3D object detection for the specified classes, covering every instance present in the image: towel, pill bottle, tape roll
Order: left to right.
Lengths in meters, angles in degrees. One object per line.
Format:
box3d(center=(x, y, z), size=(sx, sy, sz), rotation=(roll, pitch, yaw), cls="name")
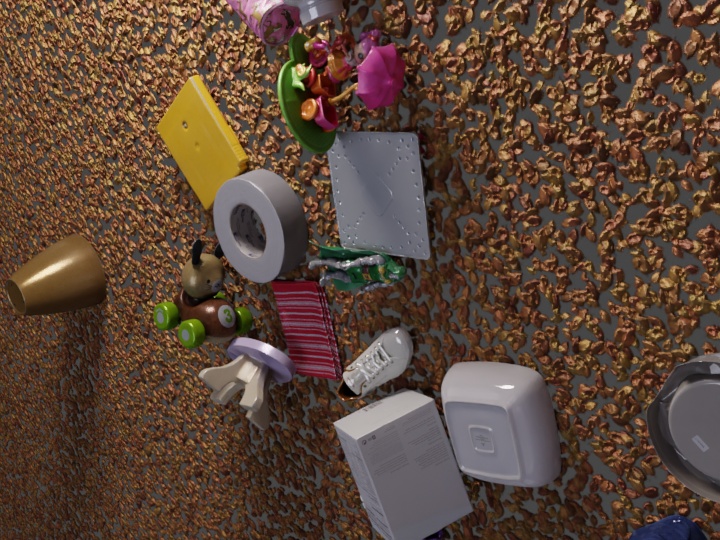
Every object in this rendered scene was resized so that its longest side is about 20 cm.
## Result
box3d(center=(-0.189, -0.083, 1.629), size=(0.198, 0.066, 0.205), rotation=(22, 123, 36), cls="tape roll")
box3d(center=(-0.088, -0.480, 1.312), size=(0.109, 0.110, 0.205), rotation=(-11, 101, 45), cls="pill bottle")
box3d(center=(-0.105, 0.113, 1.670), size=(0.143, 0.022, 0.205), rotation=(3, 111, 44), cls="towel")

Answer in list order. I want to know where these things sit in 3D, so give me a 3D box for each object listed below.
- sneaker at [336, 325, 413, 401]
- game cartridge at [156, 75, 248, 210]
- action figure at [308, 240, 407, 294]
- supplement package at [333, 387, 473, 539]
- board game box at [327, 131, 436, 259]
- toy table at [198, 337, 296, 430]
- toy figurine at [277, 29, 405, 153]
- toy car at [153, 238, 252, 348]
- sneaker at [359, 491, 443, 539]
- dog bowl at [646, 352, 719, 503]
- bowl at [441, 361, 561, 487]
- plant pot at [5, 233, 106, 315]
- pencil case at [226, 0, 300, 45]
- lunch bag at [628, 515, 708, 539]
box3d(center=(0.023, 0.176, 1.532), size=(0.073, 0.084, 0.201), rotation=(50, 134, 15), cls="sneaker")
box3d(center=(-0.308, -0.246, 1.697), size=(0.176, 0.032, 0.202), rotation=(-37, 84, 46), cls="game cartridge")
box3d(center=(0.000, 0.000, 1.481), size=(0.197, 0.055, 0.119), rotation=(0, 136, 42), cls="action figure")
box3d(center=(0.070, 0.332, 1.475), size=(0.204, 0.149, 0.150), rotation=(69, 164, -6), cls="supplement package")
box3d(center=(0.033, -0.128, 1.421), size=(0.197, 0.026, 0.205), rotation=(9, 114, 42), cls="board game box")
box3d(center=(-0.224, 0.218, 1.727), size=(0.183, 0.118, 0.199), rotation=(39, 156, -15), cls="toy table")
box3d(center=(-0.014, -0.304, 1.336), size=(0.181, 0.149, 0.205), rotation=(-16, 68, 32), cls="toy figurine")
box3d(center=(-0.303, 0.029, 1.738), size=(0.156, 0.163, 0.205), rotation=(26, 113, 32), cls="toy car")
box3d(center=(0.082, 0.450, 1.614), size=(0.201, 0.080, 0.089), rotation=(49, 128, 8), cls="sneaker")
box3d(center=(0.474, 0.200, 1.123), size=(0.197, 0.058, 0.205), rotation=(21, 122, 37), cls="dog bowl")
box3d(center=(0.215, 0.255, 1.390), size=(0.197, 0.074, 0.205), rotation=(-1, 109, 43), cls="bowl")
box3d(center=(-0.762, 0.032, 2.142), size=(0.184, 0.198, 0.191), rotation=(20, 123, 35), cls="plant pot")
box3d(center=(-0.177, -0.449, 1.413), size=(0.201, 0.085, 0.084), rotation=(50, 155, 28), cls="pencil case")
box3d(center=(0.445, 0.471, 1.224), size=(0.202, 0.131, 0.136), rotation=(54, 136, 11), cls="lunch bag")
